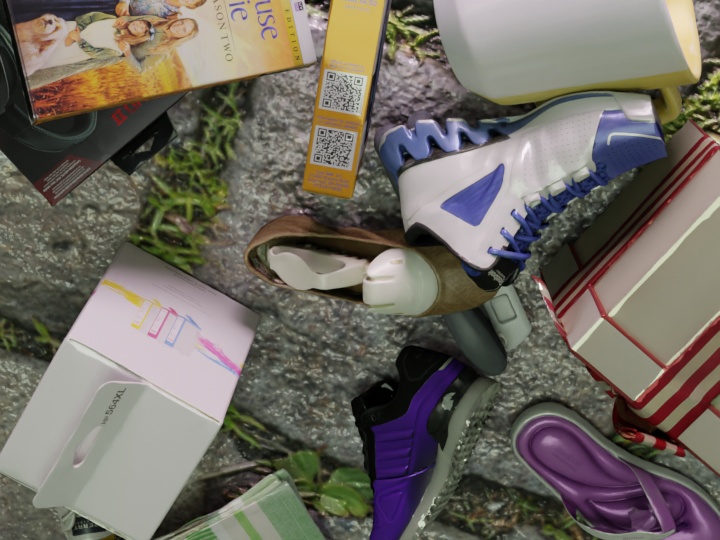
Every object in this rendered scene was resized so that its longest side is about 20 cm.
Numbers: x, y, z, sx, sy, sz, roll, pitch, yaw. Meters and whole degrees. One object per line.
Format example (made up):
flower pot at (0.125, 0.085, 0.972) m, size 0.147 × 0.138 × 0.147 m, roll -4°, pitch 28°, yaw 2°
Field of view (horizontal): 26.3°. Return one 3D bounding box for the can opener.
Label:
can opener at (0.069, -0.016, 1.134) m, size 0.053 × 0.067 × 0.200 m, roll -22°, pitch 110°, yaw 14°

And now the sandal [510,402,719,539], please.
sandal at (0.201, 0.182, 1.216) m, size 0.202 × 0.050 × 0.083 m, roll 32°, pitch 113°, yaw -8°

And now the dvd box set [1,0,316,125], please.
dvd box set at (-0.139, -0.189, 1.033) m, size 0.199 × 0.029 × 0.147 m, roll -13°, pitch 95°, yaw -18°

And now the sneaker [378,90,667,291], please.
sneaker at (0.112, -0.047, 1.040) m, size 0.199 × 0.081 × 0.116 m, roll -8°, pitch 76°, yaw 21°

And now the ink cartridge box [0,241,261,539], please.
ink cartridge box at (-0.169, 0.094, 1.133) m, size 0.125 × 0.200 × 0.129 m, roll 29°, pitch 114°, yaw -7°

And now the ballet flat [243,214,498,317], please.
ballet flat at (0.000, 0.000, 1.107) m, size 0.199 × 0.072 × 0.068 m, roll 13°, pitch 112°, yaw 27°

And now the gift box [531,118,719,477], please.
gift box at (0.226, 0.017, 1.077) m, size 0.200 × 0.185 × 0.187 m, roll 39°, pitch 103°, yaw -7°

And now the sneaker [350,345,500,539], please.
sneaker at (0.033, 0.137, 1.210) m, size 0.099 × 0.070 × 0.200 m, roll 32°, pitch 124°, yaw 14°

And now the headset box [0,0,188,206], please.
headset box at (-0.214, -0.157, 1.097) m, size 0.149 × 0.077 × 0.200 m, roll -36°, pitch 104°, yaw 19°

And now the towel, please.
towel at (-0.118, 0.261, 1.262) m, size 0.200 × 0.023 × 0.153 m, roll -28°, pitch 121°, yaw 0°

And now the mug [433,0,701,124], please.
mug at (0.139, -0.162, 1.026) m, size 0.153 × 0.149 × 0.187 m, roll -13°, pitch 105°, yaw 20°

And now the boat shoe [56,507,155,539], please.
boat shoe at (-0.215, 0.192, 1.252) m, size 0.071 × 0.070 × 0.201 m, roll -7°, pitch 113°, yaw 8°

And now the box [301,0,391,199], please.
box at (-0.002, -0.162, 1.049) m, size 0.041 × 0.119 × 0.201 m, roll 12°, pitch 115°, yaw 0°
